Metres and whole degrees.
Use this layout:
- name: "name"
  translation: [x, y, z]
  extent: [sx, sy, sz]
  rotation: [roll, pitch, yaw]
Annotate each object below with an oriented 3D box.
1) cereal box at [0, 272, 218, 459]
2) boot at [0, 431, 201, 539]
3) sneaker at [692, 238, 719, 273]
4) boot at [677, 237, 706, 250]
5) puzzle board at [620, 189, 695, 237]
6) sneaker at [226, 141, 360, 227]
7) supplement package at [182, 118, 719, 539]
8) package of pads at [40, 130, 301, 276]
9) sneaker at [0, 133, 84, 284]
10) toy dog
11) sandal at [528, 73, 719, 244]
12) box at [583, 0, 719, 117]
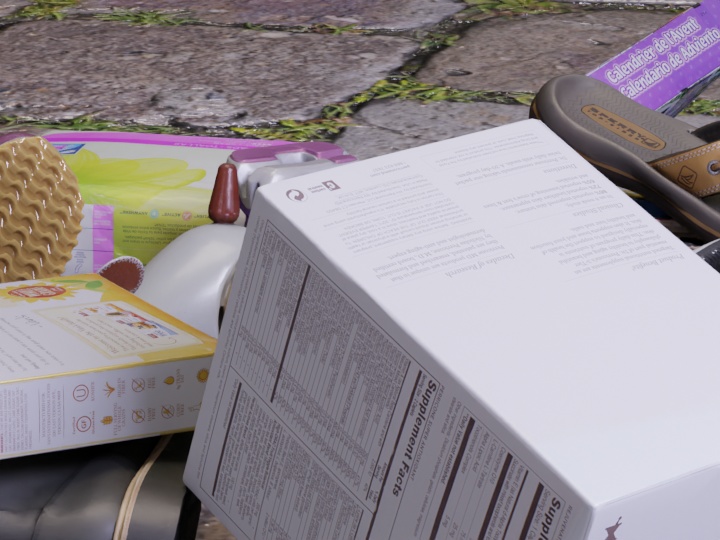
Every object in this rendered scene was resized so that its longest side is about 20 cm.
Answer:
- name: "cereal box"
  translation: [-0.172, 0.043, 1.253]
  extent: [0.199, 0.040, 0.144]
  rotation: [-7, 17, -27]
- name: "boot"
  translation: [-0.135, 0.084, 1.288]
  extent: [0.137, 0.078, 0.200]
  rotation: [9, 6, 1]
- name: "sneaker"
  translation: [0.099, 0.053, 1.346]
  extent: [0.200, 0.076, 0.115]
  rotation: [-45, 25, -20]
- name: "boot"
  translation: [0.117, 0.018, 1.453]
  extent: [0.199, 0.074, 0.151]
  rotation: [0, 3, 14]
- name: "puzzle board"
  translation: [0.175, -0.031, 1.510]
  extent: [0.199, 0.018, 0.150]
  rotation: [1, 7, -35]
- name: "sneaker"
  translation: [0.000, 0.000, 1.518]
  extent: [0.080, 0.089, 0.200]
  rotation: [-7, 20, -30]
- name: "supplement package"
  translation: [0.059, 0.068, 1.160]
  extent: [0.151, 0.151, 0.200]
  rotation: [-15, 45, -38]
- name: "package of pads"
  translation: [-0.116, -0.031, 1.735]
  extent: [0.199, 0.069, 0.155]
  rotation: [3, 17, 11]
- name: "sneaker"
  translation: [-0.205, 0.018, 1.384]
  extent: [0.090, 0.075, 0.201]
  rotation: [-9, 42, 48]
- name: "toy dog"
  translation: [-0.111, 0.009, 1.460]
  extent: [0.131, 0.097, 0.199]
  rotation: [-2, 12, 41]
- name: "sandal"
  translation: [0.172, -0.052, 1.402]
  extent: [0.199, 0.055, 0.082]
  rotation: [31, 29, 23]
- name: "box"
  translation: [0.110, -0.061, 1.633]
  extent: [0.137, 0.039, 0.200]
  rotation: [-34, -7, -43]
